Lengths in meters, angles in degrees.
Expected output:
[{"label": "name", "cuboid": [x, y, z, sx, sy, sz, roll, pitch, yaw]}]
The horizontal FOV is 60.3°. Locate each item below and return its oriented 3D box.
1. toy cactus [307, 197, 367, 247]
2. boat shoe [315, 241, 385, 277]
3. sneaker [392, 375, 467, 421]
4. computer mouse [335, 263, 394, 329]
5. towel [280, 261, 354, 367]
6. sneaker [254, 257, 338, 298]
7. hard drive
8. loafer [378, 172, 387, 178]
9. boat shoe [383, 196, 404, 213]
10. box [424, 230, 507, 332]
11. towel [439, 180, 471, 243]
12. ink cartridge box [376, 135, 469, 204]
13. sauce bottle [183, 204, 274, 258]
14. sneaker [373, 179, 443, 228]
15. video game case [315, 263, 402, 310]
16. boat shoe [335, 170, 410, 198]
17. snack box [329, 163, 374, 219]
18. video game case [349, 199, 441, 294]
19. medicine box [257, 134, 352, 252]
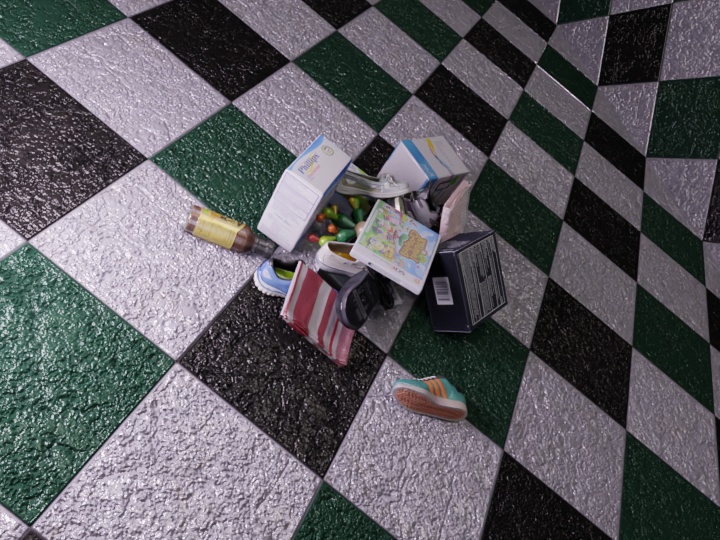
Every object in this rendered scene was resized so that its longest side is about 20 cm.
[{"label": "toy cactus", "cuboid": [-0.027, -0.099, 1.493, 0.161, 0.104, 0.200, 22, 33, 14]}, {"label": "boat shoe", "cuboid": [-0.006, -0.029, 1.433, 0.195, 0.070, 0.072, 12, 48, -27]}, {"label": "sneaker", "cuboid": [0.151, 0.271, 1.381, 0.196, 0.072, 0.081, 24, 39, -25]}, {"label": "computer mouse", "cuboid": [-0.002, 0.062, 1.371, 0.200, 0.052, 0.142, -41, 116, -50]}, {"label": "towel", "cuboid": [-0.079, 0.093, 1.321, 0.200, 0.022, 0.147, 43, 45, -32]}, {"label": "sneaker", "cuboid": [-0.130, 0.030, 1.355, 0.196, 0.089, 0.080, 21, 45, -24]}, {"label": "hard drive", "cuboid": [0.000, 0.000, 1.490, 0.139, 0.033, 0.200, 44, 42, 3]}, {"label": "loafer", "cuboid": [0.096, -0.179, 1.714, 0.071, 0.063, 0.203, -10, 62, -41]}, {"label": "boat shoe", "cuboid": [0.079, -0.078, 1.533, 0.072, 0.066, 0.206, 45, 39, -68]}, {"label": "box", "cuboid": [0.261, 0.025, 1.563, 0.196, 0.121, 0.206, -23, 105, -44]}, {"label": "towel", "cuboid": [0.253, -0.117, 1.690, 0.031, 0.205, 0.191, 16, 36, 21]}, {"label": "ink cartridge box", "cuboid": [0.182, -0.280, 1.801, 0.197, 0.147, 0.148, -18, 66, -43]}, {"label": "sauce bottle", "cuboid": [-0.283, -0.079, 1.354, 0.196, 0.065, 0.066, 22, 45, -22]}, {"label": "sneaker", "cuboid": [0.131, -0.195, 1.622, 0.198, 0.140, 0.078, 36, 37, -9]}, {"label": "video game case", "cuboid": [-0.002, 0.033, 1.500, 0.196, 0.018, 0.146, -5, 60, -39]}, {"label": "boat shoe", "cuboid": [0.029, -0.222, 1.564, 0.196, 0.067, 0.075, 6, 18, 6]}, {"label": "snack box", "cuboid": [-0.050, -0.233, 1.660, 0.198, 0.053, 0.143, 35, 42, -7]}, {"label": "video game case", "cuboid": [0.086, -0.059, 1.431, 0.179, 0.022, 0.202, 30, 45, -2]}, {"label": "medicine box", "cuboid": [-0.130, -0.179, 1.446, 0.102, 0.201, 0.183, 35, 42, -3]}]
